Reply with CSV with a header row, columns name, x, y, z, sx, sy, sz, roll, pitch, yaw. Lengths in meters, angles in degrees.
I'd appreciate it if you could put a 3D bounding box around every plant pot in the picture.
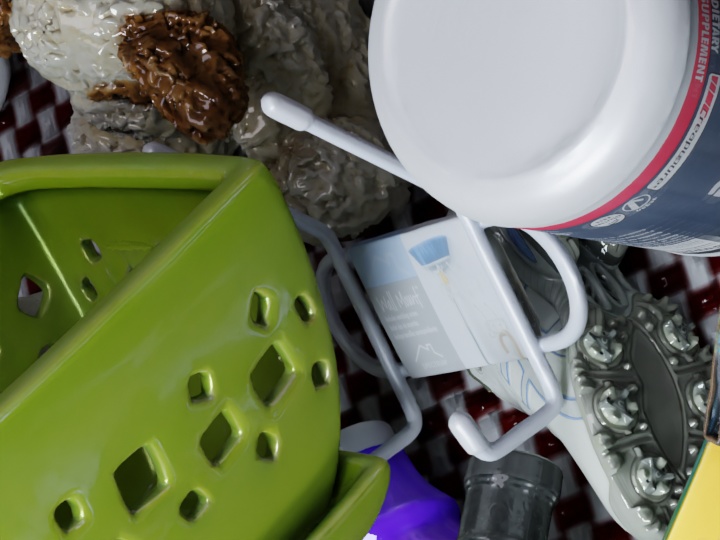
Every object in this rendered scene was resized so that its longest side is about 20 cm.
name,x,y,z,sx,sy,sz,roll,pitch,yaw
plant pot,-0.118,0.080,1.071,0.199,0.200,0.182,4,130,49

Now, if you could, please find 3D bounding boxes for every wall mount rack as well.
name,x,y,z,sx,sy,sz,roll,pitch,yaw
wall mount rack,0.000,0.000,1.079,0.200,0.075,0.174,-15,104,59

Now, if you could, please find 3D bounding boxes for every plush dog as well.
name,x,y,z,sx,sy,sz,roll,pitch,yaw
plush dog,-0.080,-0.107,1.182,0.200,0.172,0.161,17,96,39

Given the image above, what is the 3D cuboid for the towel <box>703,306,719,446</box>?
name,x,y,z,sx,sy,sz,roll,pitch,yaw
towel,0.188,-0.031,0.976,0.022,0.147,0.200,9,92,42

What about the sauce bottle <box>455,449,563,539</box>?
name,x,y,z,sx,sy,sz,roll,pitch,yaw
sauce bottle,0.045,0.171,1.049,0.066,0.066,0.200,-10,59,38

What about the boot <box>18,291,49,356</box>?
name,x,y,z,sx,sy,sz,roll,pitch,yaw
boot,-0.178,0.104,1.251,0.072,0.155,0.200,2,88,40

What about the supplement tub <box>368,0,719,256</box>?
name,x,y,z,sx,sy,sz,roll,pitch,yaw
supplement tub,0.112,-0.079,1.007,0.140,0.200,0.140,-4,83,38

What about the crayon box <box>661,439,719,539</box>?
name,x,y,z,sx,sy,sz,roll,pitch,yaw
crayon box,0.156,0.167,1.009,0.119,0.058,0.200,23,102,7

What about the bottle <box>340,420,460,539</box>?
name,x,y,z,sx,sy,sz,roll,pitch,yaw
bottle,0.036,0.160,1.132,0.084,0.065,0.200,-41,62,21

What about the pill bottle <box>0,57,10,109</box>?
name,x,y,z,sx,sy,sz,roll,pitch,yaw
pill bottle,-0.281,-0.149,1.387,0.111,0.111,0.200,-52,57,23

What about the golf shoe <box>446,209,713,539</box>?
name,x,y,z,sx,sy,sz,roll,pitch,yaw
golf shoe,0.091,0.039,1.108,0.097,0.078,0.200,-48,52,44
